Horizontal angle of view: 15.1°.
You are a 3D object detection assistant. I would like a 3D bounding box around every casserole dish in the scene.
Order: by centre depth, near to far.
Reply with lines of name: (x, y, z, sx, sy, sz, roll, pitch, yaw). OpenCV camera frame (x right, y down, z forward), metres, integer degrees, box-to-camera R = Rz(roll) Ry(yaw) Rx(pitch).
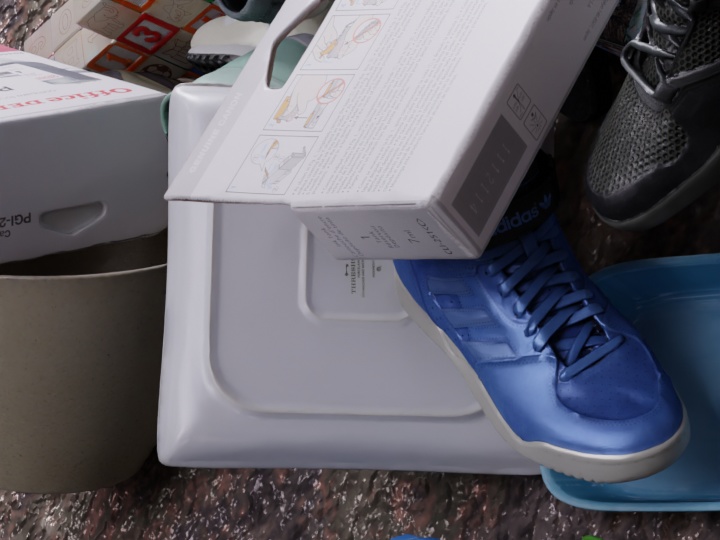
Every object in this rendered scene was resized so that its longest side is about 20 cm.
casserole dish: (0.160, 0.055, 1.253, 0.200, 0.039, 0.122, -5, 70, 49)

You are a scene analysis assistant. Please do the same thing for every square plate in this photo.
square plate: (0.000, 0.000, 1.355, 0.028, 0.197, 0.201, 98, 173, -74)

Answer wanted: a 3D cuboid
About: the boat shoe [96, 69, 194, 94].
boat shoe: (-0.078, -0.072, 1.558, 0.200, 0.073, 0.075, 34, 127, 42)

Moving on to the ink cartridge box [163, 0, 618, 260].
ink cartridge box: (0.024, -0.096, 1.258, 0.176, 0.045, 0.200, 1, 53, 46)

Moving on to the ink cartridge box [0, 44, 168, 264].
ink cartridge box: (-0.220, -0.070, 1.559, 0.200, 0.145, 0.085, 21, 116, 47)

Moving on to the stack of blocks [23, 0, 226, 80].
stack of blocks: (-0.119, -0.158, 1.625, 0.200, 0.115, 0.059, -37, 48, 36)

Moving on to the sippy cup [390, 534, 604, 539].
sippy cup: (0.043, 0.192, 1.246, 0.130, 0.177, 0.140, 39, 122, 49)

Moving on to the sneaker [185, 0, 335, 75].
sneaker: (-0.016, -0.141, 1.545, 0.199, 0.070, 0.094, 1, 58, 52)

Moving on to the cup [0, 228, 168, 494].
cup: (-0.177, 0.045, 1.566, 0.200, 0.200, 0.144, 21, 114, 52)

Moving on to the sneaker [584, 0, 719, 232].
sneaker: (0.135, -0.112, 1.141, 0.200, 0.114, 0.076, -54, 39, 21)

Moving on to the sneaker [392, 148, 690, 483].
sneaker: (0.075, 0.006, 1.240, 0.077, 0.112, 0.200, -25, 43, -17)

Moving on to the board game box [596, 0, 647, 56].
board game box: (0.204, -0.152, 1.245, 0.200, 0.097, 0.160, 28, 96, 52)

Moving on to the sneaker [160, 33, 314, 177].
sneaker: (-0.021, -0.036, 1.415, 0.200, 0.118, 0.074, 45, 140, 28)

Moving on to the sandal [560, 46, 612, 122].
sandal: (0.099, -0.165, 1.344, 0.045, 0.201, 0.075, -30, 40, -17)

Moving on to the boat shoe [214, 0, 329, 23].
boat shoe: (-0.085, -0.222, 1.482, 0.073, 0.062, 0.201, -37, 78, 46)
